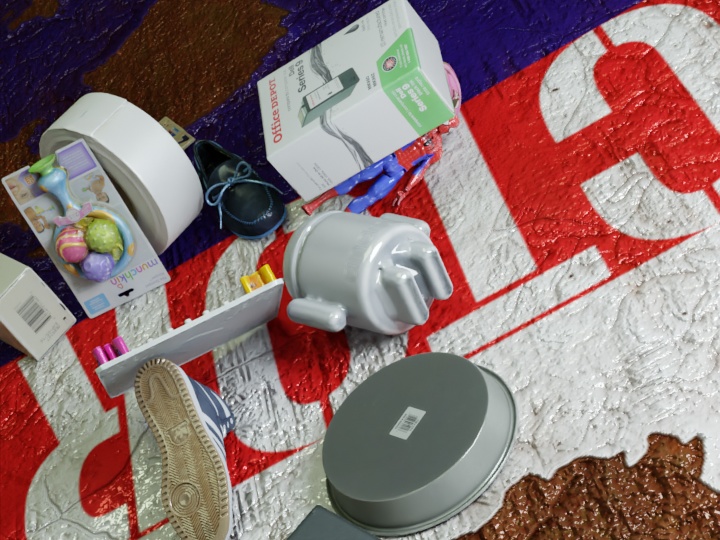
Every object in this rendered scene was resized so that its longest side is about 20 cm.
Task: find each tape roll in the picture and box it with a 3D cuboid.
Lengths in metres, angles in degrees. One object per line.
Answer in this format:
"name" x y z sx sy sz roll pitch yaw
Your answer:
"tape roll" -0.287 -0.114 1.875 0.202 0.203 0.071 9 47 44

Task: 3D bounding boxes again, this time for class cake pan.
"cake pan" 0.048 0.152 1.448 0.200 0.037 0.201 -21 38 17

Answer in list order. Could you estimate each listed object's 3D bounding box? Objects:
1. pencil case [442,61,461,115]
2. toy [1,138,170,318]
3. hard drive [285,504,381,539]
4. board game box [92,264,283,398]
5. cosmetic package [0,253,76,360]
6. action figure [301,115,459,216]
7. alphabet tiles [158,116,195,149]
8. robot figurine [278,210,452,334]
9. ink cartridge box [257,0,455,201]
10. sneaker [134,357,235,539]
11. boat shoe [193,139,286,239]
"pencil case" 0.022 -0.204 1.840 0.199 0.083 0.087 10 43 44
"toy" -0.322 -0.041 1.821 0.115 0.201 0.047 -24 18 14
"hard drive" -0.055 0.306 1.357 0.200 0.033 0.139 -48 38 -18
"board game box" -0.175 0.064 1.596 0.199 0.026 0.200 -26 -8 -10
"cosmetic package" -0.447 0.030 1.927 0.200 0.104 0.073 18 61 49
"action figure" 0.030 -0.110 1.743 0.200 0.066 0.052 -39 14 -4
"alphabet tiles" -0.314 -0.126 2.083 0.200 0.006 0.166 -41 37 -9
"robot figurine" 0.000 0.000 1.595 0.200 0.113 0.170 11 43 45
"ink cartridge box" -0.008 -0.188 1.721 0.200 0.084 0.146 -29 41 17
"sneaker" -0.157 0.188 1.556 0.070 0.109 0.201 -25 67 9
"boat shoe" -0.158 -0.097 1.871 0.084 0.069 0.200 -43 36 -11
